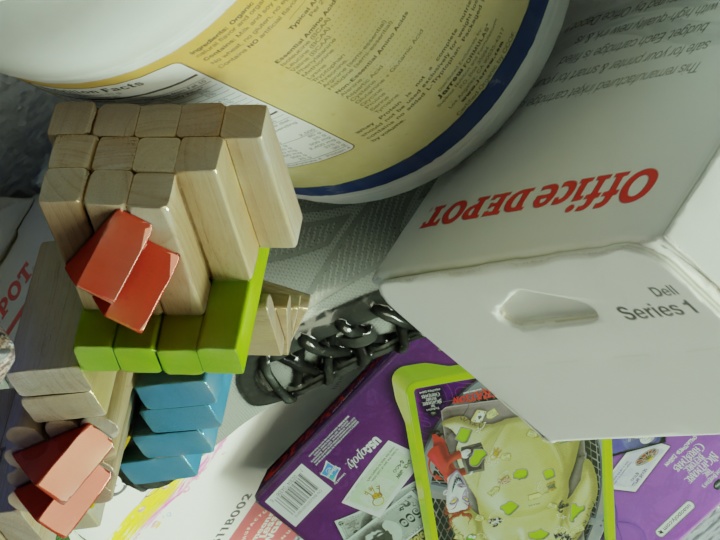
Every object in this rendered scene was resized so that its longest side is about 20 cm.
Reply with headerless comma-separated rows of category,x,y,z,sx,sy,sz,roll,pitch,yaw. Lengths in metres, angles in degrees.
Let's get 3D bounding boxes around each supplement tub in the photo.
supplement tub,-0.043,-0.109,0.761,0.145,0.144,0.200,-50,146,12

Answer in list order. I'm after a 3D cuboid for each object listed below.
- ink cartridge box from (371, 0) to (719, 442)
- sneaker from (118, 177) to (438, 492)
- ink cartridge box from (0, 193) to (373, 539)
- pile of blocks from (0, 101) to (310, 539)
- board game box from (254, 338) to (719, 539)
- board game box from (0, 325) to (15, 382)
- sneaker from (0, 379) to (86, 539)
ink cartridge box,0.113,-0.051,0.801,0.084,0.146,0.200,43,67,-21
sneaker,0.000,0.000,0.873,0.200,0.079,0.074,-42,155,-5
ink cartridge box,-0.083,0.043,0.962,0.199,0.068,0.117,7,124,-50
pile of blocks,-0.064,0.035,0.773,0.082,0.062,0.200,15,143,-6
board game box,0.071,0.046,0.949,0.200,0.120,0.032,-46,-174,22
board game box,-0.217,0.044,0.704,0.199,0.097,0.160,6,123,-50
sneaker,-0.117,0.096,0.862,0.077,0.089,0.200,-32,133,1
